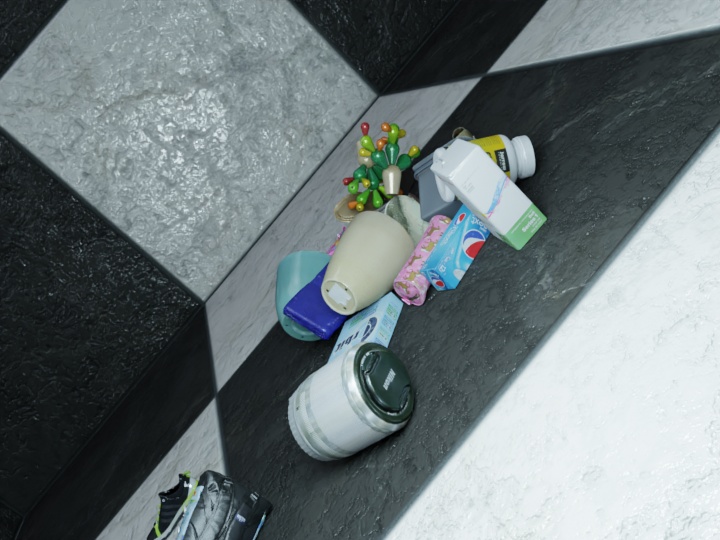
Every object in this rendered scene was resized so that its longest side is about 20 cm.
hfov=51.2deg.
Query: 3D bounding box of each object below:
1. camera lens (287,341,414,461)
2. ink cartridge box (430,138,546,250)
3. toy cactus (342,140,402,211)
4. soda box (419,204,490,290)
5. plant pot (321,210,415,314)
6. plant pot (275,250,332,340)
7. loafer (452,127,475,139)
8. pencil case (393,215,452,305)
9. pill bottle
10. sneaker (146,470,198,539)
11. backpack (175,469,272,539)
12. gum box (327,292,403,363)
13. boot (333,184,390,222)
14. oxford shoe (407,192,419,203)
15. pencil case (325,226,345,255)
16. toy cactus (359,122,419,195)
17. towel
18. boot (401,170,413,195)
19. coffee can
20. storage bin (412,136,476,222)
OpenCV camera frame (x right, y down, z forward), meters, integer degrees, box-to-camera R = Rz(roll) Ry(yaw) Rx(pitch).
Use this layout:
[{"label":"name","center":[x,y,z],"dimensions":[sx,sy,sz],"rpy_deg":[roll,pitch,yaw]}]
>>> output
[{"label":"camera lens","center":[-0.015,0.232,1.326],"dimensions":[0.199,0.160,0.161],"rpy_deg":[-36,20,36]},{"label":"ink cartridge box","center":[0.240,-0.148,1.432],"dimensions":[0.084,0.200,0.145],"rpy_deg":[-46,17,4]},{"label":"toy cactus","center":[0.022,-0.233,1.843],"dimensions":[0.197,0.169,0.101],"rpy_deg":[-13,-3,-42]},{"label":"soda box","center":[0.207,-0.057,1.556],"dimensions":[0.202,0.064,0.067],"rpy_deg":[-56,19,-20]},{"label":"plant pot","center":[0.000,0.000,1.680],"dimensions":[0.186,0.188,0.200],"rpy_deg":[-29,13,47]},{"label":"plant pot","center":[-0.128,0.077,1.916],"dimensions":[0.199,0.199,0.164],"rpy_deg":[-35,34,37]},{"label":"loafer","center":[0.271,-0.319,1.957],"dimensions":[0.076,0.067,0.201],"rpy_deg":[-44,17,14]},{"label":"pencil case","center":[0.144,-0.023,1.614],"dimensions":[0.082,0.087,0.202],"rpy_deg":[2,49,44]},{"label":"pill bottle","center":[0.258,-0.218,1.571],"dimensions":[0.195,0.115,0.113],"rpy_deg":[-13,18,-4]},{"label":"sneaker","center":[-0.481,0.587,1.876],"dimensions":[0.201,0.083,0.072],"rpy_deg":[-51,17,-7]},{"label":"backpack","center":[-0.280,0.516,1.430],"dimensions":[0.154,0.161,0.203],"rpy_deg":[-45,22,40]},{"label":"gum box","center":[0.001,0.161,1.641],"dimensions":[0.169,0.044,0.202],"rpy_deg":[-35,22,40]},{"label":"boot","center":[0.010,-0.159,1.973],"dimensions":[0.196,0.075,0.155],"rpy_deg":[-23,-7,-17]},{"label":"oxford shoe","center":[0.086,-0.131,2.008],"dimensions":[0.199,0.073,0.072],"rpy_deg":[-41,17,25]},{"label":"pencil case","center":[-0.077,-0.023,2.178],"dimensions":[0.201,0.088,0.088],"rpy_deg":[-53,17,-11]},{"label":"toy cactus","center":[0.066,-0.264,1.782],"dimensions":[0.100,0.198,0.170],"rpy_deg":[-2,86,34]},{"label":"towel","center":[-0.072,0.071,1.790],"dimensions":[0.146,0.050,0.200],"rpy_deg":[26,52,28]},{"label":"boot","center":[0.072,-0.229,2.298],"dimensions":[0.187,0.064,0.200],"rpy_deg":[-48,12,-4]},{"label":"coffee can","center":[0.058,-0.076,1.834],"dimensions":[0.199,0.146,0.148],"rpy_deg":[-30,24,47]},{"label":"storage bin","center":[0.220,-0.189,1.724],"dimensions":[0.199,0.143,0.138],"rpy_deg":[-26,55,52]}]
